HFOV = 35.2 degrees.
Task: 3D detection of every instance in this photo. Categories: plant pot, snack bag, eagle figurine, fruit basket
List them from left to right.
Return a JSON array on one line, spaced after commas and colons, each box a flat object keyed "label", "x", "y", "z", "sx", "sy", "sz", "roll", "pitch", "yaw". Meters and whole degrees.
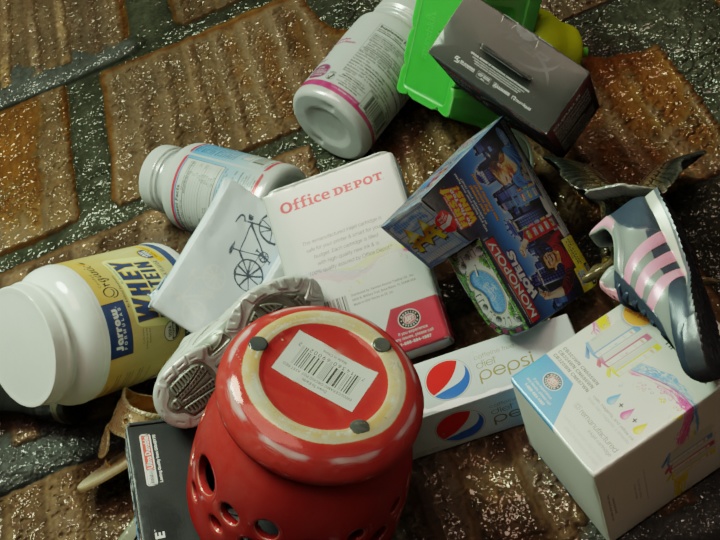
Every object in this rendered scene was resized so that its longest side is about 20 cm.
[{"label": "snack bag", "x": -0.102, "y": 0.014, "z": 1.212, "sx": 0.021, "sy": 0.199, "sz": 0.190, "roll": -35, "pitch": 23, "yaw": 58}, {"label": "plant pot", "x": -0.047, "y": 0.148, "z": 0.984, "sx": 0.198, "sy": 0.184, "sz": 0.202, "roll": 6, "pitch": 47, "yaw": -7}, {"label": "fruit basket", "x": 0.163, "y": -0.274, "z": 1.350, "sx": 0.215, "sy": 0.217, "sz": 0.155, "roll": -43, "pitch": 51, "yaw": -16}, {"label": "eagle figurine", "x": 0.266, "y": -0.067, "z": 1.151, "sx": 0.151, "sy": 0.151, "sz": 0.201, "roll": -42, "pitch": 26, "yaw": 40}]

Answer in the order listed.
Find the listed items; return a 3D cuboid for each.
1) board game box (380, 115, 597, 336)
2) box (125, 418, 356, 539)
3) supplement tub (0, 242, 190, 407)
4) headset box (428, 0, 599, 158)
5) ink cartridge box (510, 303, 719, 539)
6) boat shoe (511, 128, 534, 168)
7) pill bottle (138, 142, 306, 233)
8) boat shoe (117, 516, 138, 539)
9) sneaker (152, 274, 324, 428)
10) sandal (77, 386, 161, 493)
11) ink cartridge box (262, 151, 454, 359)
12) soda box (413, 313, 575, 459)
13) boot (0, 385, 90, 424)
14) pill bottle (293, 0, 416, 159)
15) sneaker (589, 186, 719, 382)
[{"label": "board game box", "x": 0.119, "y": -0.034, "z": 1.112, "sx": 0.061, "sy": 0.202, "sz": 0.199, "roll": -33, "pitch": -6, "yaw": 42}, {"label": "box", "x": -0.109, "y": 0.223, "z": 1.055, "sx": 0.196, "sy": 0.050, "sz": 0.201, "roll": -3, "pitch": 48, "yaw": -18}, {"label": "supplement tub", "x": -0.275, "y": 0.057, "z": 1.192, "sx": 0.143, "sy": 0.146, "sz": 0.199, "roll": 23, "pitch": 25, "yaw": 34}, {"label": "headset box", "x": 0.160, "y": -0.196, "z": 1.161, "sx": 0.148, "sy": 0.200, "sz": 0.075, "roll": 37, "pitch": 97, "yaw": 13}, {"label": "ink cartridge box", "x": 0.257, "y": 0.114, "z": 1.011, "sx": 0.199, "sy": 0.126, "sz": 0.129, "roll": -33, "pitch": 48, "yaw": -7}, {"label": "boat shoe", "x": 0.146, "y": -0.057, "z": 1.237, "sx": 0.060, "sy": 0.073, "sz": 0.202, "roll": -33, "pitch": 48, "yaw": 55}, {"label": "pill bottle", "x": -0.164, "y": -0.090, "z": 1.348, "sx": 0.198, "sy": 0.109, "sz": 0.109, "roll": 17, "pitch": 59, "yaw": 31}, {"label": "boat shoe", "x": -0.167, "y": 0.220, "z": 1.137, "sx": 0.067, "sy": 0.072, "sz": 0.201, "roll": 35, "pitch": 57, "yaw": -1}, {"label": "sneaker", "x": -0.127, "y": 0.067, "z": 1.109, "sx": 0.199, "sy": 0.078, "sz": 0.099, "roll": -35, "pitch": 17, "yaw": -16}, {"label": "sandal", "x": -0.217, "y": 0.145, "z": 1.173, "sx": 0.210, "sy": 0.070, "sz": 0.078, "roll": -30, "pitch": 8, "yaw": 5}, {"label": "ink cartridge box", "x": 0.000, "y": 0.000, "z": 1.173, "sx": 0.146, "sy": 0.086, "sz": 0.202, "roll": -17, "pitch": 78, "yaw": 7}, {"label": "soda box", "x": 0.120, "y": 0.114, "z": 1.101, "sx": 0.198, "sy": 0.068, "sz": 0.064, "roll": -19, "pitch": 48, "yaw": 5}, {"label": "boot", "x": -0.369, "y": 0.086, "z": 1.310, "sx": 0.149, "sy": 0.073, "sz": 0.202, "roll": -5, "pitch": 56, "yaw": 17}, {"label": "pill bottle", "x": 0.015, "y": -0.245, "z": 1.406, "sx": 0.113, "sy": 0.114, "sz": 0.201, "roll": 20, "pitch": 61, "yaw": 33}, {"label": "sneaker", "x": 0.251, "y": 0.022, "z": 0.972, "sx": 0.081, "sy": 0.070, "sz": 0.201, "roll": -25, "pitch": 41, "yaw": 21}]
